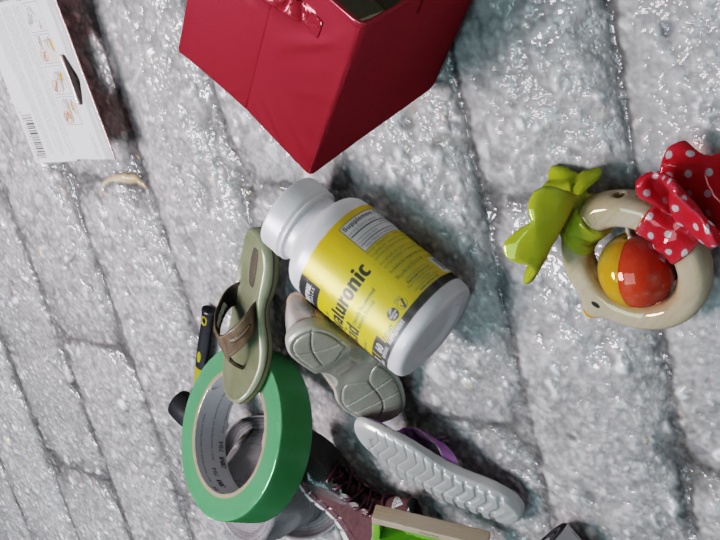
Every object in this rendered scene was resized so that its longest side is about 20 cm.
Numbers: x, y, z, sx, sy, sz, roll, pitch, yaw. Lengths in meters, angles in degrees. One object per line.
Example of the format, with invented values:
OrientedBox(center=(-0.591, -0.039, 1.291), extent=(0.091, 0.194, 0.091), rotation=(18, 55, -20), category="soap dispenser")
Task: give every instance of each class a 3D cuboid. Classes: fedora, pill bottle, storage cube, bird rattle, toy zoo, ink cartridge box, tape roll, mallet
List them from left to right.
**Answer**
OrientedBox(center=(-0.357, -0.228, 1.414), extent=(0.175, 0.045, 0.202), rotation=(4, 119, 43), category="ink cartridge box")
OrientedBox(center=(-0.209, 0.122, 1.517), extent=(0.065, 0.041, 0.202), rotation=(28, 128, 31), category="mallet")
OrientedBox(center=(-0.135, 0.189, 1.395), extent=(0.199, 0.048, 0.203), rotation=(-17, 67, 47), category="tape roll")
OrientedBox(center=(-0.122, 0.276, 1.489), extent=(0.199, 0.090, 0.179), rotation=(-14, 106, 47), category="fedora")
OrientedBox(center=(-0.022, -0.225, 0.986), extent=(0.171, 0.200, 0.180), rotation=(42, 144, 12), category="storage cube")
OrientedBox(center=(0.000, 0.000, 1.174), extent=(0.199, 0.111, 0.112), rotation=(39, 137, 18), category="pill bottle")
OrientedBox(center=(0.076, 0.344, 1.352), extent=(0.129, 0.021, 0.202), rotation=(11, 135, 13), category="toy zoo")
OrientedBox(center=(0.228, -0.025, 0.980), extent=(0.198, 0.113, 0.164), rotation=(-4, 126, 31), category="bird rattle")

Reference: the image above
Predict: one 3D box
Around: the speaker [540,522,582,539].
OrientedBox(center=(0.245, 0.355, 1.200), extent=(0.200, 0.081, 0.081), rotation=(48, 139, 8), category="speaker")

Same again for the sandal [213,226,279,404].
OrientedBox(center=(-0.136, 0.049, 1.336), extent=(0.079, 0.057, 0.204), rotation=(27, 115, 49), category="sandal")

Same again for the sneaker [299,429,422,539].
OrientedBox(center=(0.009, 0.254, 1.375), extent=(0.115, 0.076, 0.201), rotation=(-21, 110, 42), category="sneaker")

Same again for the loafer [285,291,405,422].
OrientedBox(center=(-0.014, 0.089, 1.248), extent=(0.071, 0.063, 0.200), rotation=(-29, 137, 14), category="loafer")

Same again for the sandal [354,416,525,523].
OrientedBox(center=(0.086, 0.204, 1.279), extent=(0.201, 0.050, 0.083), rotation=(29, 150, 10), category="sandal")
